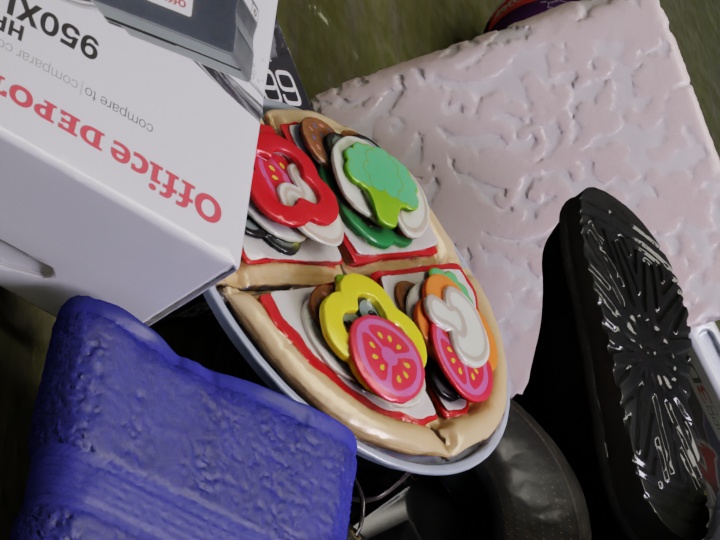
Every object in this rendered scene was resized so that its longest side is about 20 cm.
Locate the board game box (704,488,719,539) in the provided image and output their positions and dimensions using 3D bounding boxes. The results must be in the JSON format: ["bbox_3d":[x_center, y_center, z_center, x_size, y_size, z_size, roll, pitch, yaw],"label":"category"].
[{"bbox_3d":[0.147,0.223,1.142,0.200,0.026,0.201,-64,168,-72],"label":"board game box"}]

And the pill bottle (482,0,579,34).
[{"bbox_3d":[0.125,-0.112,1.603,0.113,0.112,0.200,55,24,-23],"label":"pill bottle"}]

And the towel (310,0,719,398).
[{"bbox_3d":[0.095,-0.037,1.368,0.032,0.199,0.192,76,-6,-84],"label":"towel"}]

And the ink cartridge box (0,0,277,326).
[{"bbox_3d":[-0.114,-0.095,1.027,0.144,0.084,0.200,29,50,-30],"label":"ink cartridge box"}]

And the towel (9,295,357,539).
[{"bbox_3d":[-0.074,0.123,0.979,0.147,0.050,0.200,29,47,-26],"label":"towel"}]

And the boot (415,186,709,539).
[{"bbox_3d":[0.081,0.073,1.264,0.079,0.158,0.212,32,43,-37],"label":"boot"}]

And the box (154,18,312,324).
[{"bbox_3d":[-0.079,-0.057,1.185,0.200,0.050,0.158,-1,68,-64],"label":"box"}]

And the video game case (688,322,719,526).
[{"bbox_3d":[0.174,0.076,1.483,0.183,0.023,0.200,63,-17,-6],"label":"video game case"}]

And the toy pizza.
[{"bbox_3d":[0.000,0.000,1.137,0.200,0.032,0.201,34,34,-27],"label":"toy pizza"}]

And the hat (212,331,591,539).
[{"bbox_3d":[0.003,0.108,1.145,0.200,0.081,0.201,26,35,-20],"label":"hat"}]
